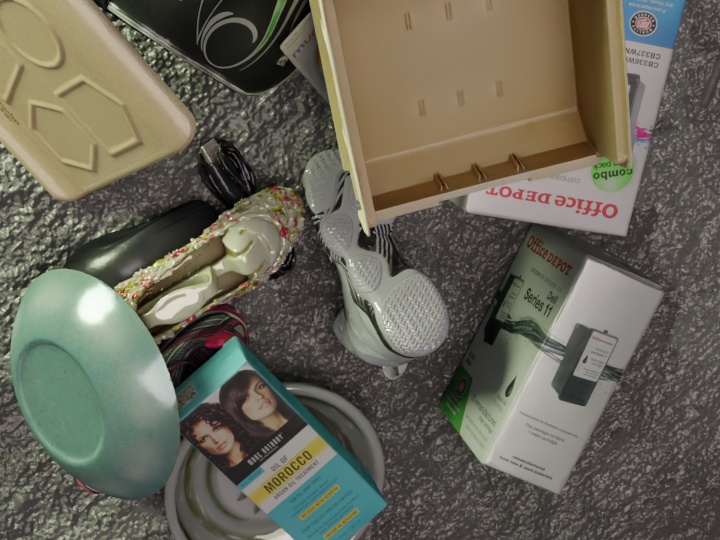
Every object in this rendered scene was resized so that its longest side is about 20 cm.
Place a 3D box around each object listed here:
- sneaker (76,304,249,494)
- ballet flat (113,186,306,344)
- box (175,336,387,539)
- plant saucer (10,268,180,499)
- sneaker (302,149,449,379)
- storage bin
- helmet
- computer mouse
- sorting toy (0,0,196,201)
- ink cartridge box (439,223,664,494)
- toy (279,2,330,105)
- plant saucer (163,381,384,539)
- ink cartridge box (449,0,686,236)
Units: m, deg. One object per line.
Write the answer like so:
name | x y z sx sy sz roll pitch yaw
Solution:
sneaker | -0.175 0.112 1.095 0.081 0.075 0.200 39 95 -19
ballet flat | -0.118 0.003 1.039 0.200 0.064 0.076 -37 113 -14
box | -0.069 0.154 1.076 0.082 0.049 0.200 -41 119 1
plant saucer | -0.227 0.100 1.024 0.039 0.201 0.201 -27 115 -46
sneaker | 0.000 0.000 1.100 0.075 0.115 0.200 -22 72 -22
storage bin | 0.077 -0.139 0.903 0.200 0.094 0.199 -15 121 -5
helmet | -0.096 -0.249 0.950 0.200 0.200 0.191 31 97 -18
computer mouse | -0.163 -0.010 1.075 0.200 0.053 0.139 -29 110 -3
sorting toy | -0.233 -0.147 0.972 0.185 0.200 0.036 49 52 -20
ink cartridge box | 0.164 0.071 1.122 0.083 0.147 0.200 24 98 -16
toy | 0.017 -0.174 1.000 0.047 0.200 0.115 39 91 16
plant saucer | -0.080 0.184 1.143 0.200 0.050 0.200 -6 112 -16
ink cartridge box | 0.153 -0.148 1.057 0.146 0.146 0.200 8 104 -14
